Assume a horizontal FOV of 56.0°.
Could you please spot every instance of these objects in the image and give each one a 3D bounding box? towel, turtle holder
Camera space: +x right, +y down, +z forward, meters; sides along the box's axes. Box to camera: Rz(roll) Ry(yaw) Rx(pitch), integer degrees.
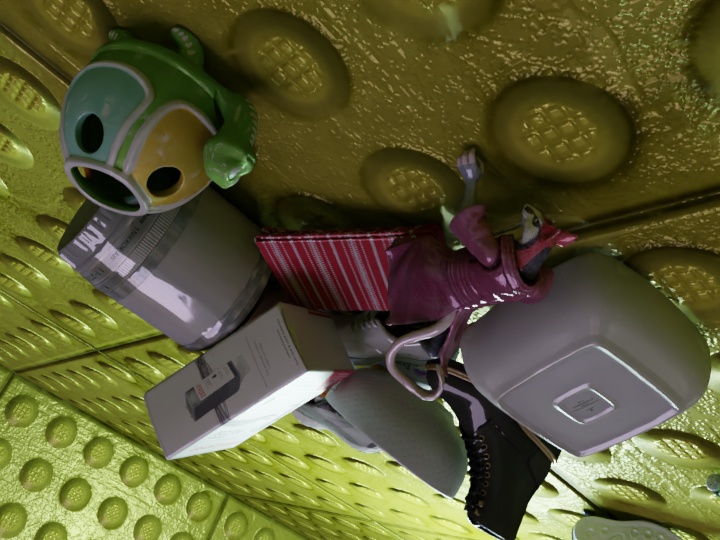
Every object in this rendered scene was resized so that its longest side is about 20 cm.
[{"bbox_3d":[0.000,0.000,0.724,0.195,0.023,0.146,0,145,17],"label":"towel"},{"bbox_3d":[-0.173,-0.113,0.595,0.182,0.134,0.142,25,152,0],"label":"turtle holder"}]

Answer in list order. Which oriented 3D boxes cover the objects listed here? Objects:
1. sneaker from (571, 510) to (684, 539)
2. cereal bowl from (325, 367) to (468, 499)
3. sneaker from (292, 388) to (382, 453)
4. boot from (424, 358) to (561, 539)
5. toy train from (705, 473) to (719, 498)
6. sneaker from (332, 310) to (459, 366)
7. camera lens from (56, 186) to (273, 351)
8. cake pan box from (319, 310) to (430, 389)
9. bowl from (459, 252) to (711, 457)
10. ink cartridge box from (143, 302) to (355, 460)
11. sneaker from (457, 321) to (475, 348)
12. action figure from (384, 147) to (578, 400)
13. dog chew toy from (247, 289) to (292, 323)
[{"bbox_3d":[0.464,0.476,1.162,0.196,0.082,0.147,7,156,25],"label":"sneaker"},{"bbox_3d":[0.056,0.186,0.841,0.199,0.084,0.200,38,172,6],"label":"cereal bowl"},{"bbox_3d":[-0.023,0.202,0.976,0.196,0.075,0.080,13,145,22],"label":"sneaker"},{"bbox_3d":[0.130,0.204,0.748,0.199,0.140,0.077,38,159,-12],"label":"boot"},{"bbox_3d":[0.512,0.314,0.877,0.199,0.042,0.056,40,159,-26],"label":"toy train"},{"bbox_3d":[0.025,0.071,0.832,0.195,0.074,0.072,-1,135,25],"label":"sneaker"},{"bbox_3d":[-0.205,-0.022,0.747,0.199,0.162,0.158,40,149,-27],"label":"camera lens"},{"bbox_3d":[0.012,0.145,0.979,0.181,0.053,0.201,24,152,6],"label":"cake pan box"},{"bbox_3d":[0.214,0.099,0.647,0.198,0.076,0.199,35,129,-19],"label":"bowl"},{"bbox_3d":[-0.124,0.128,0.776,0.198,0.086,0.145,-31,162,14],"label":"ink cartridge box"},{"bbox_3d":[0.181,0.123,0.785,0.081,0.071,0.201,-8,130,39],"label":"sneaker"},{"bbox_3d":[0.090,0.005,0.567,0.133,0.151,0.199,35,149,-18],"label":"action figure"},{"bbox_3d":[-0.127,0.091,0.924,0.123,0.126,0.200,27,148,-6],"label":"dog chew toy"}]
